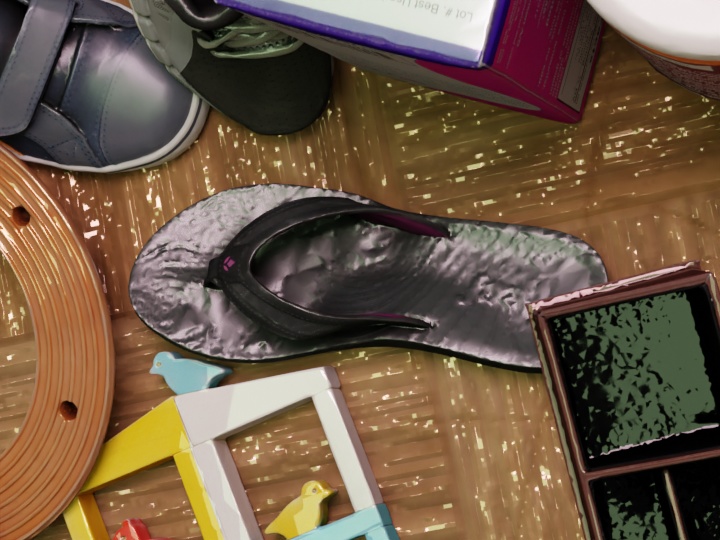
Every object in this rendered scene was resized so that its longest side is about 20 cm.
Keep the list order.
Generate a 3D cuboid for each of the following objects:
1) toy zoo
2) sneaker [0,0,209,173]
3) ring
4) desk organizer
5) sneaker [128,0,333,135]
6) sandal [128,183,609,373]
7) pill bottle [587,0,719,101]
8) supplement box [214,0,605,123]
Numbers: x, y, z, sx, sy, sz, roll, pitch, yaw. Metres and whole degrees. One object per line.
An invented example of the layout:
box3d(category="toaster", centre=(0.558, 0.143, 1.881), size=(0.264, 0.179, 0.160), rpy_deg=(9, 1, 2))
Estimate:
box3d(category="toy zoo", centre=(-0.047, 0.128, 1.011), size=(0.131, 0.020, 0.201), rpy_deg=(-24, 82, 13))
box3d(category="sneaker", centre=(-0.164, -0.095, 1.023), size=(0.199, 0.079, 0.079), rpy_deg=(19, 92, 13))
box3d(category="ring", centre=(-0.190, 0.027, 1.030), size=(0.200, 0.019, 0.201), rpy_deg=(5, 104, 22))
box3d(category="desk organizer", centre=(0.123, 0.102, 0.921), size=(0.071, 0.077, 0.201), rpy_deg=(-14, 90, 2))
box3d(category="sneaker", centre=(-0.057, -0.106, 0.927), size=(0.075, 0.200, 0.116), rpy_deg=(-23, 39, 4))
box3d(category="sandal", centre=(0.001, -0.001, 0.982), size=(0.199, 0.048, 0.076), rpy_deg=(2, 74, 11))
box3d(category="pill bottle", centre=(0.139, -0.121, 0.879), size=(0.114, 0.200, 0.115), rpy_deg=(-1, 87, 14))
box3d(category="supplement box", centre=(0.032, -0.122, 0.908), size=(0.101, 0.200, 0.104), rpy_deg=(15, 90, 14))
